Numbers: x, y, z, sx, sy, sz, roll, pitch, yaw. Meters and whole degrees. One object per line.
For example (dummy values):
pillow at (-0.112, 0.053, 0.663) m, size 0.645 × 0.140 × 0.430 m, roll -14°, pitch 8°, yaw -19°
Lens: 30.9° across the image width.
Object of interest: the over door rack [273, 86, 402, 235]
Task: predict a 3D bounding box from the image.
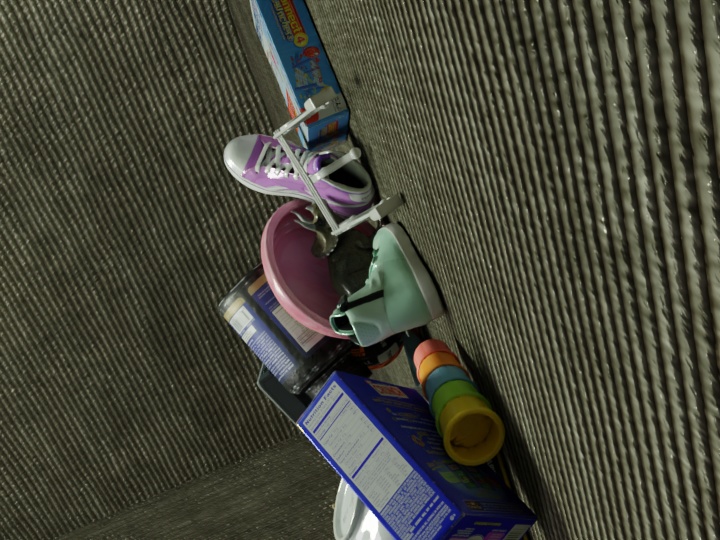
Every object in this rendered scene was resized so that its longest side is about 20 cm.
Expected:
over door rack at (-0.019, -0.121, 1.449) m, size 0.148 × 0.066 × 0.200 m, roll 58°, pitch 164°, yaw -5°

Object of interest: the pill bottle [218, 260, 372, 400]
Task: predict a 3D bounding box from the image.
pill bottle at (-0.081, 0.086, 1.680) m, size 0.200 × 0.112 × 0.112 m, roll 49°, pitch 175°, yaw 5°

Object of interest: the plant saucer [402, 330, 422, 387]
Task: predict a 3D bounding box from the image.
plant saucer at (0.093, 0.158, 1.771) m, size 0.070 × 0.019 × 0.201 m, roll 47°, pitch 165°, yaw 37°

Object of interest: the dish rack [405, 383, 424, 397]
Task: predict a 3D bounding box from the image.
dish rack at (0.043, 0.177, 1.649) m, size 0.200 × 0.170 × 0.044 m, roll 83°, pitch 180°, yaw -75°

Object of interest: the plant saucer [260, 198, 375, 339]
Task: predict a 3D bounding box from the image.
plant saucer at (-0.042, 0.003, 1.653) m, size 0.051 × 0.199 × 0.202 m, roll -45°, pitch 60°, yaw 43°

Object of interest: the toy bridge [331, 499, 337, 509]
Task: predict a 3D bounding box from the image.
toy bridge at (0.055, 0.278, 1.737) m, size 0.027 × 0.199 × 0.068 m, roll -115°, pitch 4°, yaw -74°

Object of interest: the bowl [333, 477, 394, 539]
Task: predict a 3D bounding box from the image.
bowl at (0.025, 0.275, 1.514) m, size 0.201 × 0.090 × 0.203 m, roll -166°, pitch 90°, yaw -77°

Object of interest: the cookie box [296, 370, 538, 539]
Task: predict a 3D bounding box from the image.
cookie box at (0.056, 0.199, 1.295) m, size 0.200 × 0.075 × 0.171 m, roll 46°, pitch -166°, yaw 31°

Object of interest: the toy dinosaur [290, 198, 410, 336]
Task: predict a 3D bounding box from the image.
toy dinosaur at (0.000, 0.000, 1.606) m, size 0.077 × 0.102 × 0.201 m, roll 116°, pitch 129°, yaw -82°

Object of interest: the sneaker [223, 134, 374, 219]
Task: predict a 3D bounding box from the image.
sneaker at (-0.075, -0.133, 1.604) m, size 0.114 × 0.199 × 0.073 m, roll 96°, pitch -168°, yaw -75°

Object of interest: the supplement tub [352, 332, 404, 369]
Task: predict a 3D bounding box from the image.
supplement tub at (-0.004, 0.057, 1.822) m, size 0.200 × 0.122 × 0.123 m, roll 62°, pitch -177°, yaw -60°

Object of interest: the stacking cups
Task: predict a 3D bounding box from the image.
stacking cups at (0.091, 0.121, 1.326) m, size 0.200 × 0.060 × 0.061 m, roll -115°, pitch 3°, yaw -66°

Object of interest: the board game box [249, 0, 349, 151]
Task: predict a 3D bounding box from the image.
board game box at (-0.078, -0.257, 1.636) m, size 0.200 × 0.056 × 0.197 m, roll 114°, pitch 133°, yaw -85°

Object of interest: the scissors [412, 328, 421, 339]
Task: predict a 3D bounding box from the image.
scissors at (0.071, 0.072, 1.774) m, size 0.073 × 0.014 × 0.201 m, roll -113°, pitch 4°, yaw -57°

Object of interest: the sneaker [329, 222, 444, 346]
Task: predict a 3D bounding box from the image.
sneaker at (0.011, 0.015, 1.453) m, size 0.201 × 0.117 × 0.074 m, roll -117°, pitch 4°, yaw -66°

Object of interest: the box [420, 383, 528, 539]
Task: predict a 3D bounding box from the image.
box at (0.131, 0.224, 1.485) m, size 0.160 × 0.049 × 0.201 m, roll -113°, pitch 3°, yaw -59°

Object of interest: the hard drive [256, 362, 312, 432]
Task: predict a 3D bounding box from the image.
hard drive at (-0.073, 0.145, 1.805) m, size 0.140 × 0.033 × 0.200 m, roll 47°, pitch -159°, yaw -16°
